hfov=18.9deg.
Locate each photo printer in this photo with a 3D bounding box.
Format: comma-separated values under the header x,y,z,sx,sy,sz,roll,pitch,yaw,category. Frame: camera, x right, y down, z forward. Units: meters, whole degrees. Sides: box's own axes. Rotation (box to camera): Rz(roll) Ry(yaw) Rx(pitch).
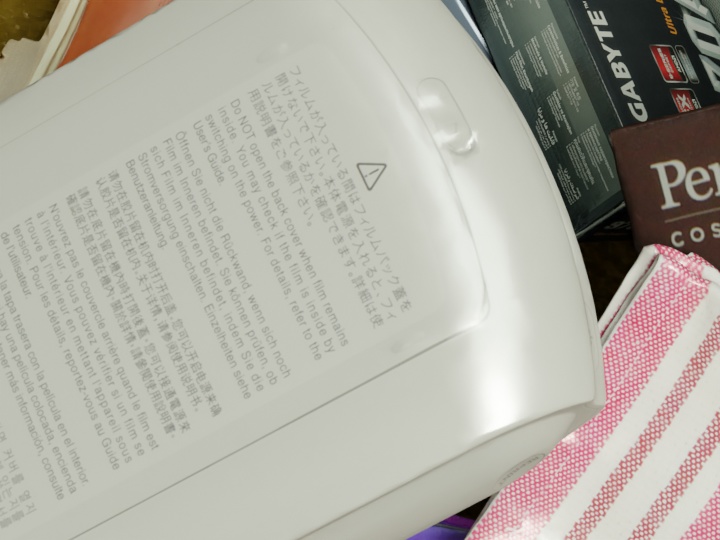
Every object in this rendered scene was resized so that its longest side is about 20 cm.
x,y,z,sx,sy,sz,roll,pitch,yaw,category
-0.040,0.009,0.605,0.200,0.069,0.167,-29,74,11,photo printer

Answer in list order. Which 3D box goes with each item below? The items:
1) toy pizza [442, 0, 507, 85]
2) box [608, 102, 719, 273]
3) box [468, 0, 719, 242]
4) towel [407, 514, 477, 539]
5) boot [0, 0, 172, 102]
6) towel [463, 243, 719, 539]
x,y,z,sx,sy,sz,roll,pitch,yaw,category
0.015,-0.114,0.831,0.200,0.032,0.201,43,30,-32,toy pizza
0.204,0.026,0.710,0.164,0.165,0.201,-16,92,-61,box
0.113,-0.108,0.865,0.159,0.046,0.201,-1,63,-43,box
0.003,0.146,0.699,0.199,0.023,0.144,10,82,18,towel
-0.069,-0.089,0.816,0.107,0.075,0.200,27,81,-4,boot
0.130,0.102,0.634,0.200,0.030,0.147,35,101,18,towel
